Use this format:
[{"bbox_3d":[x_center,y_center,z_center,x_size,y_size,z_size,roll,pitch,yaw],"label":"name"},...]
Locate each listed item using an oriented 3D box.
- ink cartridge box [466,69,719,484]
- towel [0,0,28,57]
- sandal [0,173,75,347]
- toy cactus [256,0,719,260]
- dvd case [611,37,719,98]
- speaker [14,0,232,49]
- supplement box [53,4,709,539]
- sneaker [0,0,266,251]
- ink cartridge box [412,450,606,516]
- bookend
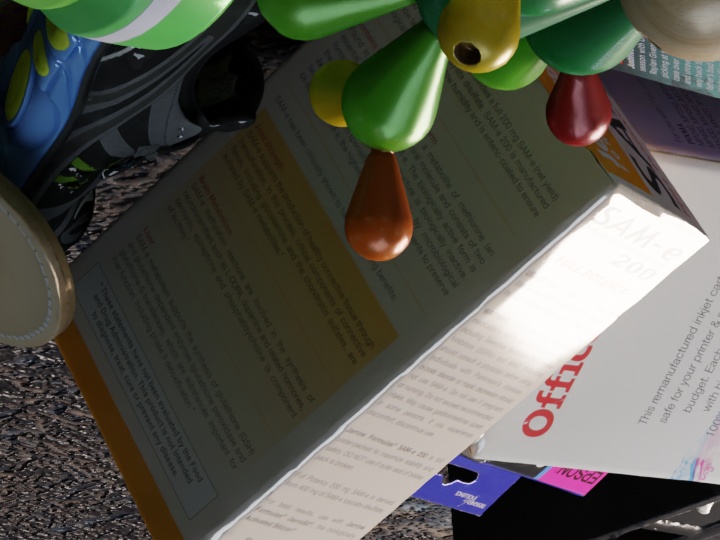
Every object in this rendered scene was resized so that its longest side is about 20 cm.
[{"bbox_3d":[0.140,0.001,0.964,0.199,0.083,0.146,8,125,-26],"label":"ink cartridge box"},{"bbox_3d":[-0.094,-0.119,0.782,0.199,0.023,0.143,-19,153,34],"label":"towel"},{"bbox_3d":[-0.177,-0.007,0.850,0.070,0.078,0.211,-32,-147,-26],"label":"sandal"},{"bbox_3d":[0.051,-0.067,0.644,0.164,0.103,0.200,-2,164,13],"label":"toy cactus"},{"bbox_3d":[0.139,-0.077,0.708,0.199,0.022,0.146,15,161,14],"label":"dvd case"},{"bbox_3d":[-0.118,-0.127,0.642,0.199,0.089,0.088,24,147,-35],"label":"speaker"},{"bbox_3d":[0.000,0.000,0.856,0.200,0.126,0.073,-41,147,17],"label":"supplement box"},{"bbox_3d":[-0.077,-0.053,0.824,0.082,0.071,0.200,10,153,-17],"label":"sneaker"},{"bbox_3d":[0.103,0.042,1.077,0.200,0.037,0.095,-43,148,16],"label":"ink cartridge box"},{"bbox_3d":[0.182,0.107,1.310,0.199,0.093,0.198,13,154,-38],"label":"bookend"}]
